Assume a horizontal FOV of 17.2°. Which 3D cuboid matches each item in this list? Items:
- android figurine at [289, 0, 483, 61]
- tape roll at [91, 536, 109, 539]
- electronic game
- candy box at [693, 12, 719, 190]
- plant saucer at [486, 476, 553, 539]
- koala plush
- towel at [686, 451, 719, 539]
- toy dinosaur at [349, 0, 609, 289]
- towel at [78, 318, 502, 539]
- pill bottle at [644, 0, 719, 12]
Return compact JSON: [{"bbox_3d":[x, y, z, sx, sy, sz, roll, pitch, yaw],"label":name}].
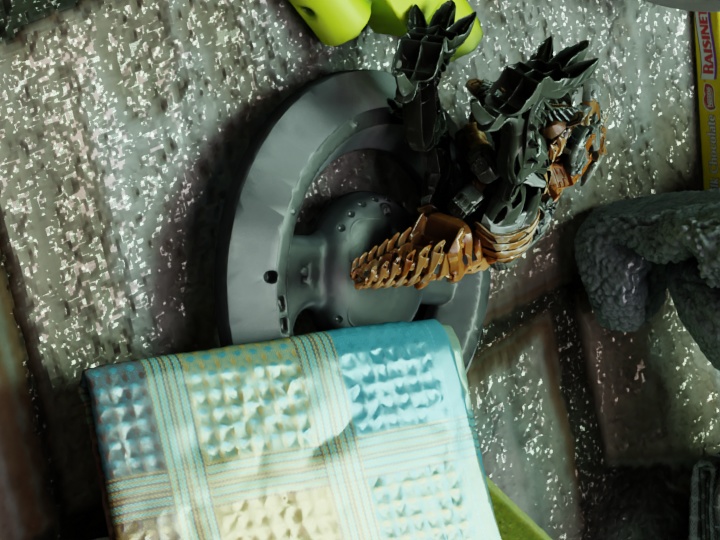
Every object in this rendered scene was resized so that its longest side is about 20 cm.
[{"bbox_3d":[0.016,-0.202,1.176,0.182,0.041,0.200,-56,129,-19],"label":"android figurine"},{"bbox_3d":[-0.103,0.229,1.117,0.202,0.071,0.204,-7,100,-40],"label":"tape roll"},{"bbox_3d":[0.000,0.000,1.191,0.200,0.041,0.201,-5,97,-48],"label":"electronic game"},{"bbox_3d":[0.239,-0.108,1.393,0.102,0.026,0.201,-13,105,-35],"label":"candy box"},{"bbox_3d":[0.061,0.214,1.201,0.200,0.048,0.200,44,39,-29],"label":"plant saucer"},{"bbox_3d":[0.239,0.048,1.283,0.177,0.184,0.201,-18,101,-22],"label":"koala plush"},{"bbox_3d":[0.265,0.189,1.426,0.165,0.085,0.201,-5,102,-39],"label":"towel"},{"bbox_3d":[0.066,-0.048,1.168,0.200,0.102,0.136,-65,157,-52],"label":"toy dinosaur"},{"bbox_3d":[-0.027,0.103,1.104,0.199,0.022,0.147,-7,80,-31],"label":"towel"},{"bbox_3d":[0.187,-0.249,1.272,0.112,0.112,0.201,29,77,-40],"label":"pill bottle"}]
